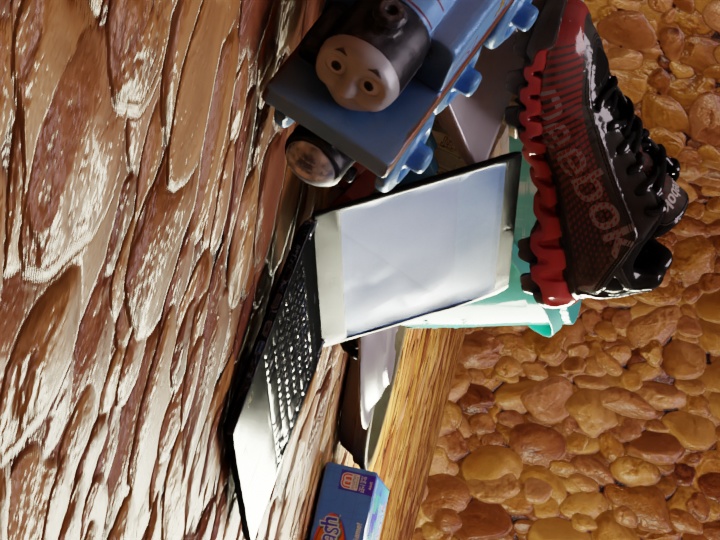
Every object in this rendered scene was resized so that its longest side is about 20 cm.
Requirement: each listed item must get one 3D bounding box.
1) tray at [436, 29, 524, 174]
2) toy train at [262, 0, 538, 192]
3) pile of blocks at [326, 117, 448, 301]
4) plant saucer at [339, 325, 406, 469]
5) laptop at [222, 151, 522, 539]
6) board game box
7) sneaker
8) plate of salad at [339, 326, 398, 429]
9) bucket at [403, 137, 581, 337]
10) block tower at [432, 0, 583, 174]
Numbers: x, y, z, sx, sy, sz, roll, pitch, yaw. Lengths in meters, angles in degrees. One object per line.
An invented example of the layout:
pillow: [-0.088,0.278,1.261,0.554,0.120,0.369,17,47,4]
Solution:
tray: [0.036,-0.157,1.222,0.201,0.022,0.108,64,33,-35]
toy train: [0.029,-0.127,1.085,0.200,0.086,0.114,-53,172,-31]
pile of blocks: [0.017,-0.072,1.291,0.062,0.082,0.201,-61,163,-73]
plant saucer: [0.015,0.062,1.880,0.200,0.029,0.201,12,90,-84]
laptop: [0.008,0.046,1.271,0.177,0.103,0.201,87,21,-64]
board game box: [-0.017,0.239,1.858,0.200,0.045,0.153,70,33,-80]
sneaker: [0.135,-0.066,1.295,0.071,0.097,0.201,-59,147,-51]
plate of salad: [0.000,0.000,1.477,0.200,0.048,0.201,3,90,-86]
bucket: [0.103,-0.047,1.789,0.207,0.134,0.209,2,90,-78]
block tower: [0.069,-0.097,1.383,0.201,0.058,0.054,-63,168,-13]
